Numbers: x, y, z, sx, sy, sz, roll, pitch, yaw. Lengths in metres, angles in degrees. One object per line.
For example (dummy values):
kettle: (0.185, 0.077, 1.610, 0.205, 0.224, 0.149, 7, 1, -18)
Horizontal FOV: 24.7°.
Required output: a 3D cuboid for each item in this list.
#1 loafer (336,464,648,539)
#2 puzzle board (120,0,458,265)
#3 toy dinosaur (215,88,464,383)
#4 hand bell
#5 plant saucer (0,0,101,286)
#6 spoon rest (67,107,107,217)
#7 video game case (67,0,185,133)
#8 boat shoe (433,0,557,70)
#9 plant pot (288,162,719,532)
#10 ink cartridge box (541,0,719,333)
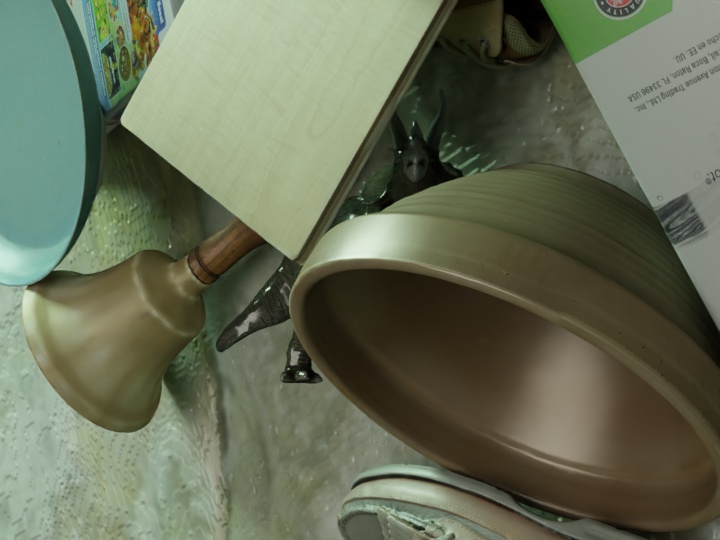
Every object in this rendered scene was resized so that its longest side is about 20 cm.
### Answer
loafer: (0.060, 0.141, 0.748, 0.199, 0.063, 0.072, 10, 138, 39)
puzzle board: (-0.020, -0.122, 0.750, 0.150, 0.017, 0.201, 37, 100, 41)
toy dinosaur: (0.000, 0.000, 0.822, 0.200, 0.076, 0.103, -32, 50, 51)
hand bell: (-0.078, -0.007, 0.889, 0.199, 0.104, 0.105, -35, 68, 23)
plant saucer: (-0.199, -0.092, 0.907, 0.199, 0.027, 0.202, 19, 116, 43)
spoon rest: (-0.196, -0.112, 0.952, 0.100, 0.060, 0.201, -59, 46, 47)
video game case: (-0.145, -0.159, 0.931, 0.200, 0.018, 0.145, -25, 74, 59)
boat shoe: (0.059, -0.130, 0.753, 0.199, 0.075, 0.075, -28, 76, 40)
plant pot: (0.077, 0.020, 0.696, 0.200, 0.201, 0.093, 5, 58, 42)
ink cartridge box: (0.174, -0.068, 0.599, 0.145, 0.084, 0.201, -25, 96, 42)
